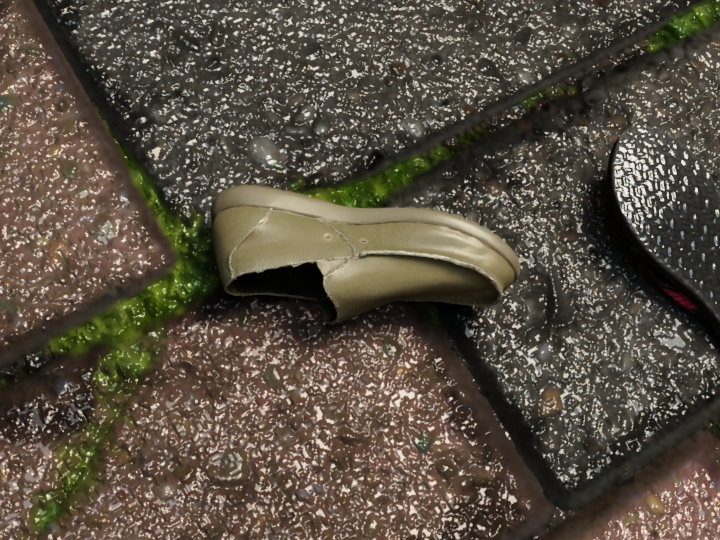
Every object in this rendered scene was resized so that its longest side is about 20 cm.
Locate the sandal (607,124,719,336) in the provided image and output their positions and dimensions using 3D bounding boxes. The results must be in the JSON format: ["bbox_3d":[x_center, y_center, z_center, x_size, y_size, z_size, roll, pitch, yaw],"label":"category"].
[{"bbox_3d":[0.227,-0.006,0.874,0.075,0.045,0.201,-39,95,-17],"label":"sandal"}]

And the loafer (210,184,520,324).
[{"bbox_3d":[0.000,0.000,0.806,0.197,0.076,0.068,8,67,3],"label":"loafer"}]
